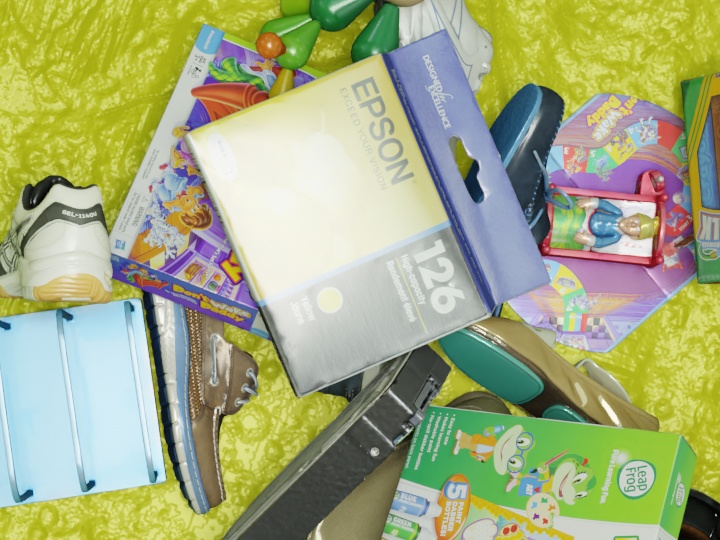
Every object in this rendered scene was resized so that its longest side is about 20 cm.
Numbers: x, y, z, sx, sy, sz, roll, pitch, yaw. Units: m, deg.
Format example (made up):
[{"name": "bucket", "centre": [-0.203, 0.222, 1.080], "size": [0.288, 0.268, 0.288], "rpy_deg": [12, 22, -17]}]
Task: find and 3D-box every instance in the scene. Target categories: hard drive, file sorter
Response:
[{"name": "hard drive", "centre": [-0.025, 0.140, 1.250], "size": [0.038, 0.140, 0.200], "rpy_deg": [45, 107, -1]}, {"name": "file sorter", "centre": [-0.247, 0.098, 1.273], "size": [0.200, 0.123, 0.139], "rpy_deg": [-8, 86, -5]}]

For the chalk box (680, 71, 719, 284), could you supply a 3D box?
[{"name": "chalk box", "centre": [0.327, -0.050, 1.317], "size": [0.125, 0.124, 0.200], "rpy_deg": [0, 86, -33]}]

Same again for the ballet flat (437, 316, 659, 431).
[{"name": "ballet flat", "centre": [0.141, 0.081, 1.338], "size": [0.200, 0.069, 0.063], "rpy_deg": [39, 57, -12]}]

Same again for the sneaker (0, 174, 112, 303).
[{"name": "sneaker", "centre": [-0.212, -0.021, 1.249], "size": [0.076, 0.200, 0.088], "rpy_deg": [2, 88, -25]}]

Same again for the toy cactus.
[{"name": "toy cactus", "centre": [-0.005, -0.204, 1.289], "size": [0.165, 0.102, 0.200], "rpy_deg": [-21, 65, 17]}]

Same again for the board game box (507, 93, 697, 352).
[{"name": "board game box", "centre": [0.190, -0.040, 1.362], "size": [0.200, 0.039, 0.158], "rpy_deg": [-40, 90, -7]}]

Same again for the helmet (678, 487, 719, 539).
[{"name": "helmet", "centre": [0.211, 0.250, 1.268], "size": [0.191, 0.200, 0.200], "rpy_deg": [37, 83, 29]}]

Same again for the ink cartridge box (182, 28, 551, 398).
[{"name": "ink cartridge box", "centre": [0.009, -0.041, 1.230], "size": [0.200, 0.047, 0.198], "rpy_deg": [-24, 94, -4]}]

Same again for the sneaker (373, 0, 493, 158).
[{"name": "sneaker", "centre": [0.060, -0.144, 1.345], "size": [0.087, 0.075, 0.200], "rpy_deg": [-3, 87, -11]}]

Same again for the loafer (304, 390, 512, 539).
[{"name": "loafer", "centre": [0.032, 0.160, 1.321], "size": [0.200, 0.067, 0.076], "rpy_deg": [-42, 90, -7]}]

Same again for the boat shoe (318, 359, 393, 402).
[{"name": "boat shoe", "centre": [0.000, 0.000, 1.314], "size": [0.062, 0.075, 0.200], "rpy_deg": [10, 111, 10]}]

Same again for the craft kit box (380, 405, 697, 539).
[{"name": "craft kit box", "centre": [0.106, 0.196, 1.197], "size": [0.197, 0.049, 0.200], "rpy_deg": [5, 64, 28]}]

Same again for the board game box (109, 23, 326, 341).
[{"name": "board game box", "centre": [-0.090, -0.066, 1.304], "size": [0.134, 0.045, 0.200], "rpy_deg": [21, 64, -4]}]

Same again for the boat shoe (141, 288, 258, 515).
[{"name": "boat shoe", "centre": [-0.112, 0.076, 1.312], "size": [0.072, 0.072, 0.200], "rpy_deg": [-9, 90, -13]}]

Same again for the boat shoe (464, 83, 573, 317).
[{"name": "boat shoe", "centre": [0.109, -0.044, 1.325], "size": [0.069, 0.084, 0.200], "rpy_deg": [19, 119, -11]}]
